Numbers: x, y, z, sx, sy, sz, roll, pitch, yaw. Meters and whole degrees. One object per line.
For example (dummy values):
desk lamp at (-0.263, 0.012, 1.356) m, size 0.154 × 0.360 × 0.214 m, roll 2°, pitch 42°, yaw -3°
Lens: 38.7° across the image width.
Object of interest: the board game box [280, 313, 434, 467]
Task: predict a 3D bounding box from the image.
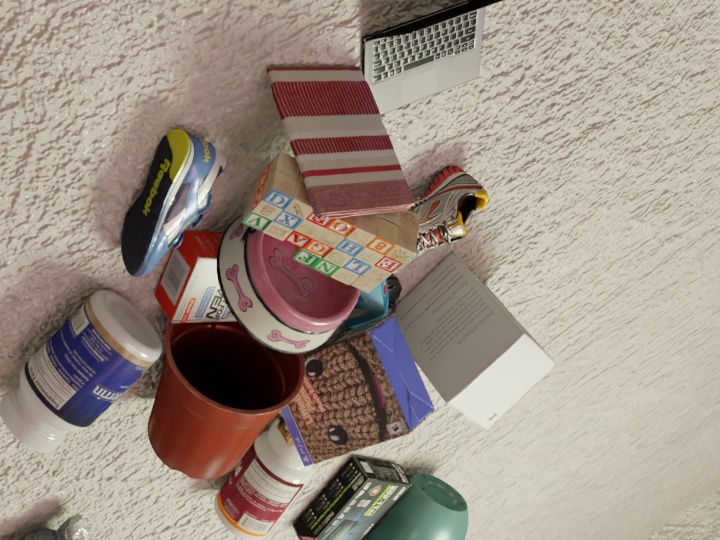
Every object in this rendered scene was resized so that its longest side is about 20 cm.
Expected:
board game box at (-0.017, 0.179, 1.528) m, size 0.199 × 0.161 × 0.097 m, roll -23°, pitch -178°, yaw 30°

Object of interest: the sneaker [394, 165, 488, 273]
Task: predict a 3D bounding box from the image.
sneaker at (0.107, -0.070, 1.492) m, size 0.200 × 0.082 × 0.078 m, roll -45°, pitch 145°, yaw -16°

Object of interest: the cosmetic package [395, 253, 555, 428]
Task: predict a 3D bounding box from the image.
cosmetic package at (0.178, 0.117, 1.681) m, size 0.166 × 0.200 × 0.167 m, roll -43°, pitch 144°, yaw 6°

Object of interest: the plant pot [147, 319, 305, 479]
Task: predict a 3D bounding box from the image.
plant pot at (-0.204, 0.178, 1.436) m, size 0.199 × 0.202 × 0.196 m, roll -6°, pitch 140°, yaw -37°

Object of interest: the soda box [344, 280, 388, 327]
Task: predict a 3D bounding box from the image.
soda box at (0.000, 0.000, 1.498) m, size 0.067 × 0.065 × 0.201 m, roll 0°, pitch 140°, yaw 7°

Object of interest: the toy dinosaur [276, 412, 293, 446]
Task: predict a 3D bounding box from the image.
toy dinosaur at (-0.126, 0.219, 1.626) m, size 0.060 × 0.107 × 0.199 m, roll -47°, pitch 150°, yaw 19°

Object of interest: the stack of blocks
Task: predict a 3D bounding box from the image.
stack of blocks at (-0.041, -0.056, 1.256) m, size 0.198 × 0.059 × 0.115 m, roll 24°, pitch 143°, yaw -22°

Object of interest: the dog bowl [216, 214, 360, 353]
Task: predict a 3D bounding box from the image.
dog bowl at (-0.083, 0.001, 1.326) m, size 0.198 × 0.203 × 0.074 m, roll 0°, pitch 160°, yaw -41°

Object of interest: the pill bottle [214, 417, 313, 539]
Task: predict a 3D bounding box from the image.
pill bottle at (-0.149, 0.341, 1.705) m, size 0.114 × 0.114 × 0.201 m, roll 13°, pitch 119°, yaw -47°

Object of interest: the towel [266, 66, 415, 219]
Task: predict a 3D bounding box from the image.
towel at (-0.026, -0.156, 1.232) m, size 0.143 × 0.202 × 0.023 m, roll -7°, pitch 159°, yaw -36°

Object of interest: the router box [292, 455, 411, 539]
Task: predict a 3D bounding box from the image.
router box at (-0.015, 0.454, 1.982) m, size 0.201 × 0.062 × 0.149 m, roll -51°, pitch 143°, yaw 15°

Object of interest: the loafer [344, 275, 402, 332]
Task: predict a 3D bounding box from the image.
loafer at (0.012, 0.100, 1.634) m, size 0.071 × 0.063 × 0.201 m, roll 13°, pitch 120°, yaw -47°

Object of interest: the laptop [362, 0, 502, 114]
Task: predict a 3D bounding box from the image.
laptop at (0.108, -0.269, 1.286) m, size 0.186 × 0.116 × 0.201 m, roll -23°, pitch 141°, yaw -20°

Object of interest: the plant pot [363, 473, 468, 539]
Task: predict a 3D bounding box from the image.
plant pot at (0.125, 0.510, 2.062) m, size 0.199 × 0.200 × 0.162 m, roll 14°, pitch 109°, yaw -47°

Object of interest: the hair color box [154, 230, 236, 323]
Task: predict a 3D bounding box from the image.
hair color box at (-0.165, 0.009, 1.387) m, size 0.198 × 0.064 × 0.112 m, roll -1°, pitch 129°, yaw -42°

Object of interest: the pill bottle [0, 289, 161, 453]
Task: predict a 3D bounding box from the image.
pill bottle at (-0.358, 0.131, 1.304) m, size 0.200 × 0.116 × 0.116 m, roll -44°, pitch 143°, yaw 8°

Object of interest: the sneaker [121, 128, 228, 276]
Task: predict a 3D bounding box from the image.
sneaker at (-0.226, -0.073, 1.241) m, size 0.082 × 0.074 × 0.201 m, roll 6°, pitch 126°, yaw -46°

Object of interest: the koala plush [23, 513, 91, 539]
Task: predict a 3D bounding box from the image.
koala plush at (-0.463, 0.471, 1.563) m, size 0.175 × 0.184 × 0.202 m, roll -21°, pitch 121°, yaw -3°
